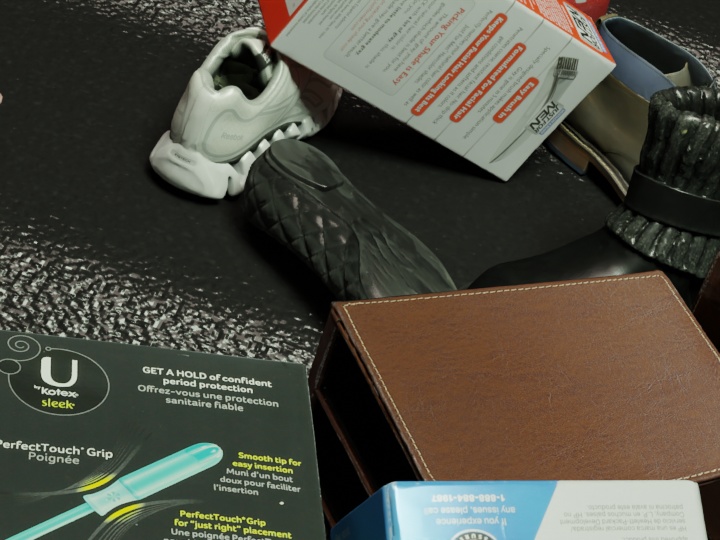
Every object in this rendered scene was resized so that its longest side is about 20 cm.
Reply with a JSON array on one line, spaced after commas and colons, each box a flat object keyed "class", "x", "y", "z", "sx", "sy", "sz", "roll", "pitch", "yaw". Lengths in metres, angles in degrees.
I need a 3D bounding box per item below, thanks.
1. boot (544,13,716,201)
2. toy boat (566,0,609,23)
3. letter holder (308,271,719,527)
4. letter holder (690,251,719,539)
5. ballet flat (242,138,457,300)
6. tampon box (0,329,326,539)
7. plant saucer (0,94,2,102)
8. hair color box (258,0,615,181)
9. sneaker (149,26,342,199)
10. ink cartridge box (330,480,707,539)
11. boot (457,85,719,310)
[{"class": "boot", "x": 0.210, "y": -0.083, "z": 1.234, "sx": 0.200, "sy": 0.097, "sz": 0.075, "roll": 36, "pitch": 41, "yaw": 23}, {"class": "toy boat", "x": 0.098, "y": -0.240, "z": 1.360, "sx": 0.130, "sy": 0.131, "sz": 0.200, "roll": -14, "pitch": 47, "yaw": -34}, {"class": "letter holder", "x": 0.089, "y": 0.091, "z": 0.953, "sx": 0.200, "sy": 0.101, "sz": 0.142, "roll": -5, "pitch": 44, "yaw": -27}, {"class": "letter holder", "x": 0.237, "y": 0.072, "z": 1.010, "sx": 0.100, "sy": 0.142, "sz": 0.200, "roll": -6, "pitch": 43, "yaw": -28}, {"class": "ballet flat", "x": 0.000, "y": 0.000, "z": 1.084, "sx": 0.066, "sy": 0.057, "sz": 0.200, "roll": -11, "pitch": 47, "yaw": -37}, {"class": "tampon box", "x": -0.099, "y": 0.142, "z": 0.802, "sx": 0.149, "sy": 0.126, "sz": 0.200, "roll": 8, "pitch": 37, "yaw": -13}, {"class": "plant saucer", "x": -0.347, "y": -0.119, "z": 1.110, "sx": 0.199, "sy": 0.037, "sz": 0.200, "roll": -20, "pitch": 50, "yaw": -39}, {"class": "hair color box", "x": 0.048, "y": -0.150, "z": 1.186, "sx": 0.200, "sy": 0.111, "sz": 0.064, "roll": 28, "pitch": 29, "yaw": -30}, {"class": "sneaker", "x": -0.059, "y": -0.121, "z": 1.191, "sx": 0.075, "sy": 0.081, "sz": 0.200, "roll": 23, "pitch": 36, "yaw": 11}, {"class": "ink cartridge box", "x": 0.074, "y": 0.192, "z": 0.775, "sx": 0.146, "sy": 0.086, "sz": 0.201, "roll": 2, "pitch": 70, "yaw": -20}, {"class": "boot", "x": 0.154, "y": -0.025, "z": 1.087, "sx": 0.211, "sy": 0.158, "sz": 0.079, "roll": -10, "pitch": 44, "yaw": -30}]
